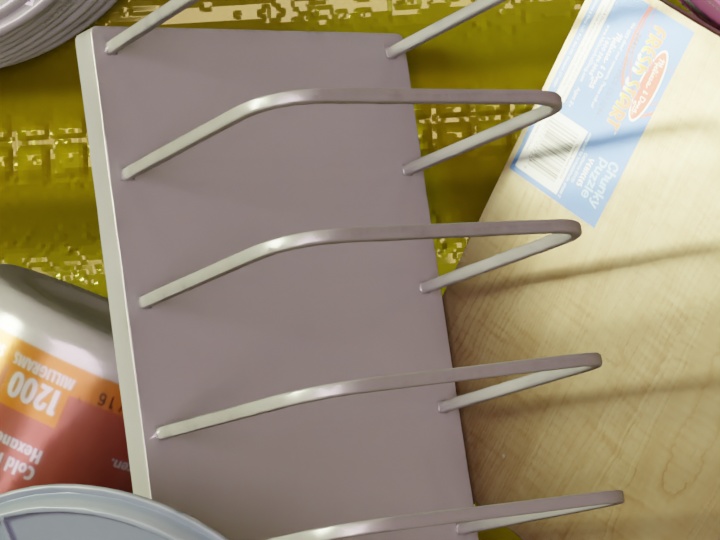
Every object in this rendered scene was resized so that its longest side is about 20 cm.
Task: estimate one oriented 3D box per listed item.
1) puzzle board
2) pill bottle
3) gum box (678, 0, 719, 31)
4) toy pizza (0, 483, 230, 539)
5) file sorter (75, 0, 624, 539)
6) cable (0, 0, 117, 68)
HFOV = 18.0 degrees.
[{"bbox_3d":[0.103,0.012,0.830,0.150,0.017,0.201,37,110,33],"label":"puzzle board"},{"bbox_3d":[-0.134,0.108,0.863,0.112,0.112,0.201,24,94,7],"label":"pill bottle"},{"bbox_3d":[0.088,-0.172,0.826,0.200,0.113,0.066,44,96,5],"label":"gum box"},{"bbox_3d":[-0.077,0.163,0.776,0.199,0.032,0.202,9,111,23],"label":"toy pizza"},{"bbox_3d":[0.000,0.000,0.793,0.138,0.124,0.201,-3,81,-34],"label":"file sorter"},{"bbox_3d":[-0.173,-0.175,0.887,0.198,0.069,0.202,1,91,8],"label":"cable"}]
